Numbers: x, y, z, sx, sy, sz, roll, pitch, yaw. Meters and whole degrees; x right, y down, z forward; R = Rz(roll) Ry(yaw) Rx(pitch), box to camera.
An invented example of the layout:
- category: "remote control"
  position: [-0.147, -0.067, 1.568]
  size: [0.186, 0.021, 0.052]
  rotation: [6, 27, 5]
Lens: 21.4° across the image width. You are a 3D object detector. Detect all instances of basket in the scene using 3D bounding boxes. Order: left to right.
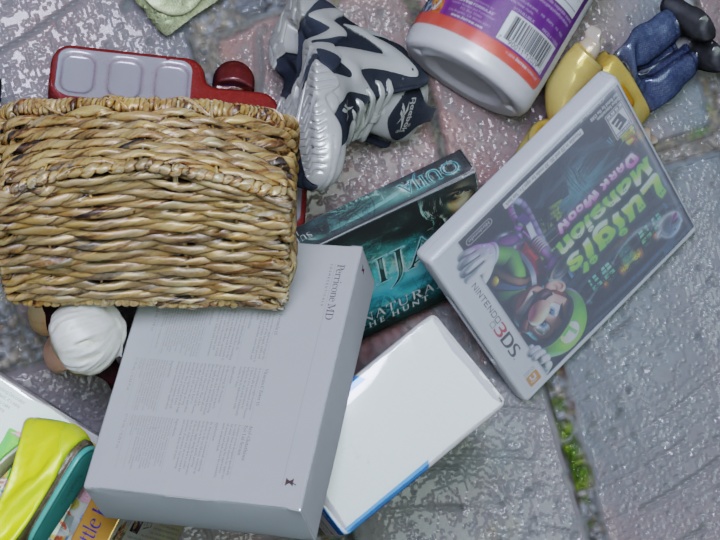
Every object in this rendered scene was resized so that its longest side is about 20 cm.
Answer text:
- category: "basket"
  position: [-0.139, -0.073, 1.249]
  size: [0.199, 0.143, 0.150]
  rotation: [1, 49, -1]

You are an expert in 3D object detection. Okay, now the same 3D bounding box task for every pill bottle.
- category: "pill bottle"
  position: [0.129, -0.230, 1.460]
  size: [0.111, 0.111, 0.201]
  rotation: [32, 83, -7]

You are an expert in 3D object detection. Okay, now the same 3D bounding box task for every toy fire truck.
- category: "toy fire truck"
  position: [-0.137, -0.087, 1.415]
  size: [0.199, 0.112, 0.169]
  rotation: [4, 67, -5]

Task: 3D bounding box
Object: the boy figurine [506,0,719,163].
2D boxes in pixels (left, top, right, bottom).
- category: "boy figurine"
  position: [0.190, -0.131, 1.478]
  size: [0.200, 0.064, 0.125]
  rotation: [-39, 128, -14]

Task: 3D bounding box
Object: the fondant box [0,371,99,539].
- category: "fondant box"
  position: [-0.273, 0.189, 1.401]
  size: [0.144, 0.058, 0.201]
  rotation: [33, 84, -7]

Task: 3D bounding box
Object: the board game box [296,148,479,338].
- category: "board game box"
  position: [0.000, 0.000, 1.424]
  size: [0.199, 0.136, 0.028]
  rotation: [-26, 54, -10]

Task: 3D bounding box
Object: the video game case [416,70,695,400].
- category: "video game case"
  position: [0.155, -0.023, 1.451]
  size: [0.200, 0.023, 0.182]
  rotation: [-44, 132, -9]

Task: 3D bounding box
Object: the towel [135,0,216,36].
- category: "towel"
  position: [-0.157, -0.296, 1.450]
  size: [0.148, 0.036, 0.200]
  rotation: [-42, 95, -10]

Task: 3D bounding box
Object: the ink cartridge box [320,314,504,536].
- category: "ink cartridge box"
  position: [0.013, 0.117, 1.380]
  size: [0.146, 0.200, 0.084]
  rotation: [-39, 87, -9]

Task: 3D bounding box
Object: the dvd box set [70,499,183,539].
- category: "dvd box set"
  position: [-0.156, 0.167, 1.381]
  size: [0.029, 0.146, 0.201]
  rotation: [24, 84, 16]

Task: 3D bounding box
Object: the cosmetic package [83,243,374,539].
- category: "cosmetic package"
  position: [-0.084, 0.074, 1.274]
  size: [0.150, 0.052, 0.201]
  rotation: [3, 58, 18]

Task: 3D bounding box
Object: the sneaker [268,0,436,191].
- category: "sneaker"
  position: [0.003, -0.120, 1.416]
  size: [0.129, 0.200, 0.080]
  rotation: [18, 121, -21]

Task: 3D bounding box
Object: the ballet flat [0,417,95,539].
- category: "ballet flat"
  position: [-0.258, 0.195, 1.350]
  size: [0.067, 0.067, 0.201]
  rotation: [25, 80, 13]

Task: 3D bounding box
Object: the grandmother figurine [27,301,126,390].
- category: "grandmother figurine"
  position: [-0.198, 0.048, 1.346]
  size: [0.121, 0.200, 0.061]
  rotation: [43, 82, -5]
